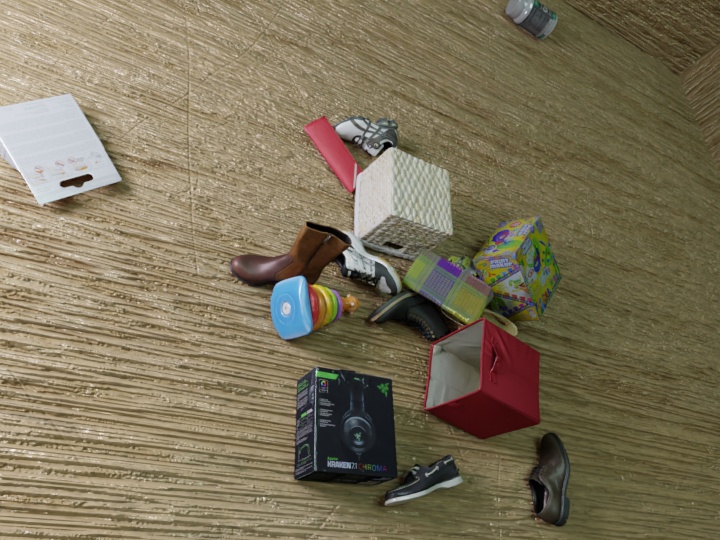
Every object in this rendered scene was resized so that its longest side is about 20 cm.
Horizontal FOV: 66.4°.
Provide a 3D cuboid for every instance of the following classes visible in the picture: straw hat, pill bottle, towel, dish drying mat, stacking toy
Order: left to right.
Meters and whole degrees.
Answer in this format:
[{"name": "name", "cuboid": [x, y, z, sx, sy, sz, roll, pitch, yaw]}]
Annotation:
[{"name": "stacking toy", "cuboid": [-0.077, 0.072, 1.139, 0.199, 0.109, 0.118, -2, 79, -46]}, {"name": "dish drying mat", "cuboid": [-0.059, -0.294, 1.388, 0.077, 0.018, 0.201, -38, 95, -31]}, {"name": "towel", "cuboid": [0.203, 0.040, 1.261, 0.199, 0.023, 0.144, 31, 47, 8]}, {"name": "straw hat", "cuboid": [0.273, 0.153, 1.309, 0.199, 0.086, 0.201, 14, 16, -4]}, {"name": "pill bottle", "cuboid": [0.713, -1.066, 2.298, 0.198, 0.113, 0.114, 22, 54, -21]}]

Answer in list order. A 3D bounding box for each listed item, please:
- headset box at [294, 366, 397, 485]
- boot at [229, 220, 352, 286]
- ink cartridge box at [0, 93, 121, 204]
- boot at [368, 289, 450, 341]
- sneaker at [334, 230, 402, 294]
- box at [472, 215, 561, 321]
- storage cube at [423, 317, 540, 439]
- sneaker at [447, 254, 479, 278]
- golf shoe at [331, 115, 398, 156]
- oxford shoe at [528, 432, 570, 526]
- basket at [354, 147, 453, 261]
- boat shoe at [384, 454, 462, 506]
[{"name": "headset box", "cuboid": [-0.028, 0.288, 1.038, 0.172, 0.093, 0.202, 15, 56, -26]}, {"name": "boot", "cuboid": [-0.141, -0.029, 1.078, 0.187, 0.200, 0.069, 20, 54, -22]}, {"name": "ink cartridge box", "cuboid": [-0.569, -0.221, 1.023, 0.159, 0.047, 0.201, -30, 87, -41]}, {"name": "boot", "cuboid": [0.122, 0.115, 1.253, 0.199, 0.077, 0.139, -23, 82, -39]}, {"name": "sneaker", "cuboid": [0.000, 0.000, 1.234, 0.199, 0.076, 0.088, 38, 53, 17]}, {"name": "box", "cuboid": [0.413, -0.004, 1.433, 0.200, 0.121, 0.194, -44, 116, -42]}, {"name": "storage cube", "cuboid": [0.266, 0.240, 1.192, 0.179, 0.200, 0.172, 30, 50, -22]}, {"name": "sneaker", "cuboid": [0.226, 0.007, 1.387, 0.199, 0.075, 0.077, -7, 58, -50]}, {"name": "golf shoe", "cuboid": [0.015, -0.351, 1.451, 0.198, 0.078, 0.096, -6, 81, -22]}, {"name": "oxford shoe", "cuboid": [0.423, 0.460, 1.243, 0.084, 0.073, 0.202, 24, 53, -17]}, {"name": "basket", "cuboid": [0.105, -0.158, 1.331, 0.196, 0.161, 0.202, 15, 60, -27]}, {"name": "boat shoe", "cuboid": [0.120, 0.409, 1.076, 0.198, 0.074, 0.061, -2, 64, -37]}]
